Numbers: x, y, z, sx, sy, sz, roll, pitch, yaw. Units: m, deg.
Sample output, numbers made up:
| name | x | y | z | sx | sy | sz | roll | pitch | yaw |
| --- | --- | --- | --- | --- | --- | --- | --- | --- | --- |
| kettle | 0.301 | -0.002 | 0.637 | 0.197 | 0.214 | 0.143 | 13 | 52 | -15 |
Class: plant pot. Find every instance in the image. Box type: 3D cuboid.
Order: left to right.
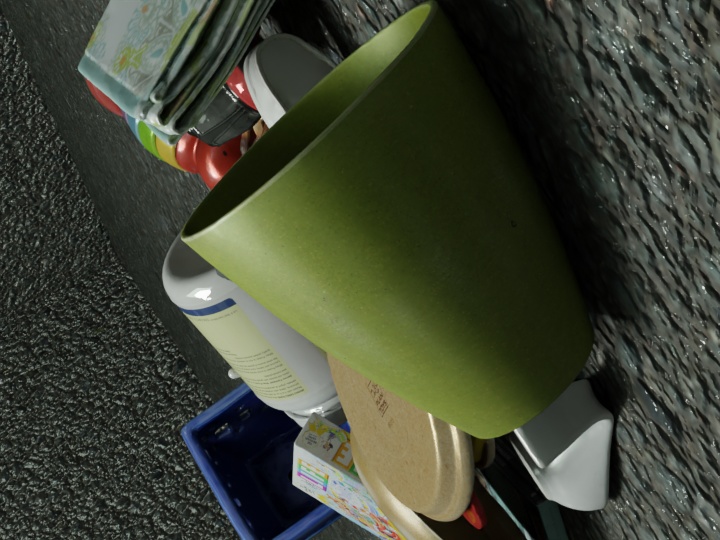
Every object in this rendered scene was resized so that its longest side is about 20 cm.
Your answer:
| name | x | y | z | sx | sy | sz | roll | pitch | yaw |
| --- | --- | --- | --- | --- | --- | --- | --- | --- | --- |
| plant pot | -0.091 | 0.246 | 1.694 | 0.201 | 0.199 | 0.180 | 54 | 172 | 17 |
| plant pot | 0.035 | -0.011 | 0.736 | 0.200 | 0.187 | 0.187 | 47 | 170 | -13 |
| plant pot | 0.063 | 0.186 | 1.031 | 0.199 | 0.028 | 0.200 | 39 | -170 | -8 |

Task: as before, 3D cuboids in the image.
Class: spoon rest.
| name | x | y | z | sx | sy | sz | roll | pitch | yaw |
| --- | --- | --- | --- | --- | --- | --- | --- | --- | --- |
| spoon rest | 0.133 | 0.109 | 0.865 | 0.100 | 0.060 | 0.200 | 57 | 180 | 16 |

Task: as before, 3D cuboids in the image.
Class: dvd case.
| name | x | y | z | sx | sy | sz | roll | pitch | yaw |
| --- | --- | --- | --- | --- | --- | --- | --- | --- | --- |
| dvd case | 0.119 | 0.190 | 1.142 | 0.200 | 0.022 | 0.147 | 45 | 160 | 52 |

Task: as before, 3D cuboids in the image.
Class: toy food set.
| name | x | y | z | sx | sy | sz | roll | pitch | yaw |
| --- | --- | --- | --- | --- | --- | --- | --- | --- | --- |
| toy food set | 0.032 | 0.079 | 0.895 | 0.199 | 0.048 | 0.201 | 57 | 155 | 34 |

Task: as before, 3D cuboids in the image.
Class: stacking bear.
| name | x | y | z | sx | sy | sz | roll | pitch | yaw |
| --- | --- | --- | --- | --- | --- | --- | --- | --- | --- |
| stacking bear | -0.160 | -0.146 | 1.291 | 0.200 | 0.121 | 0.114 | 43 | 159 | 29 |

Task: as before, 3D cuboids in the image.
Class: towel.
| name | x | y | z | sx | sy | sz | roll | pitch | yaw |
| --- | --- | --- | --- | --- | --- | --- | --- | --- | --- |
| towel | -0.128 | -0.190 | 0.948 | 0.048 | 0.172 | 0.200 | 29 | -175 | -34 |

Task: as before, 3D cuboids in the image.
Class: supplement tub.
| name | x | y | z | sx | sy | sz | roll | pitch | yaw |
| --- | --- | --- | --- | --- | --- | --- | --- | --- | --- |
| supplement tub | -0.068 | 0.034 | 1.192 | 0.201 | 0.145 | 0.145 | 52 | 172 | -29 |

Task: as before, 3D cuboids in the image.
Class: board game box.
| name | x | y | z | sx | sy | sz | roll | pitch | yaw |
| --- | --- | --- | --- | --- | --- | --- | --- | --- | --- |
| board game box | 0.002 | 0.200 | 1.215 | 0.133 | 0.034 | 0.200 | 31 | 162 | 7 |

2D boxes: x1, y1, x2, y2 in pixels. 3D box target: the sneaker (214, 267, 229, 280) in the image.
| name | x | y | z | sx | sy | sz | roll | pitch | yaw |
| --- | --- | --- | --- | --- | --- | --- | --- | --- | --- |
| sneaker | -0.057 | -0.018 | 0.981 | 0.081 | 0.074 | 0.200 | 31 | 166 | -2 |

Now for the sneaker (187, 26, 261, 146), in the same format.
| name | x | y | z | sx | sy | sz | roll | pitch | yaw |
| --- | --- | --- | --- | --- | --- | --- | --- | --- | --- |
| sneaker | -0.117 | -0.165 | 1.020 | 0.071 | 0.098 | 0.201 | 32 | -158 | -36 |

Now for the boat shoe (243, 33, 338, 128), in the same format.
| name | x | y | z | sx | sy | sz | roll | pitch | yaw |
| --- | --- | --- | --- | --- | --- | --- | --- | --- | --- |
| boat shoe | -0.004 | -0.094 | 0.891 | 0.200 | 0.071 | 0.069 | 47 | 164 | 12 |

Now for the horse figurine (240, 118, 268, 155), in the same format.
| name | x | y | z | sx | sy | sz | roll | pitch | yaw |
| --- | --- | --- | --- | --- | --- | --- | --- | --- | --- |
| horse figurine | -0.080 | -0.127 | 1.076 | 0.200 | 0.049 | 0.135 | -146 | 62 | -73 |

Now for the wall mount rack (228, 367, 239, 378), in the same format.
| name | x | y | z | sx | sy | sz | roll | pitch | yaw |
| --- | --- | --- | --- | --- | --- | --- | --- | --- | --- |
| wall mount rack | -0.085 | 0.040 | 1.332 | 0.202 | 0.074 | 0.173 | 68 | -164 | 14 |
